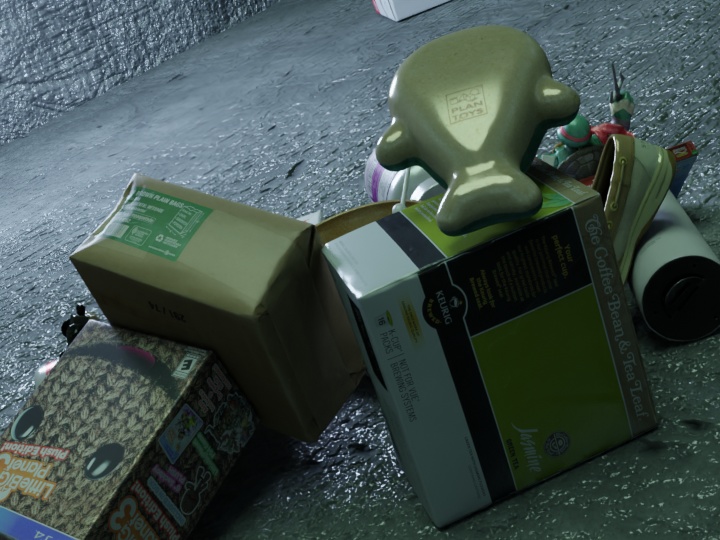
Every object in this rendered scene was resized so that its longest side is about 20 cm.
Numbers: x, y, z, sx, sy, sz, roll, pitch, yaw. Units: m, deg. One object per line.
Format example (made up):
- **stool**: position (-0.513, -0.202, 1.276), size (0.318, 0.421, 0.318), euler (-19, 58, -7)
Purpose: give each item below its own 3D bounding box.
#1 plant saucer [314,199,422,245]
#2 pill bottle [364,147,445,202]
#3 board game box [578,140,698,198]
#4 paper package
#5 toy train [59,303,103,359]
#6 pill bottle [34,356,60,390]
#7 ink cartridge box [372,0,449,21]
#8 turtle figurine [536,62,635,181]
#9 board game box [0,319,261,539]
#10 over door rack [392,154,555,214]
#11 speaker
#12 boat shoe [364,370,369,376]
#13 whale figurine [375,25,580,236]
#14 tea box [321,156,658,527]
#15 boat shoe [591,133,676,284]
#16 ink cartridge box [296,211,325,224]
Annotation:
- **plant saucer**: position (0.000, 0.000, 1.123), size (0.197, 0.036, 0.201), euler (-16, 30, 10)
- **pill bottle**: position (0.077, -0.090, 1.366), size (0.111, 0.114, 0.200), euler (-22, 22, -5)
- **board game box**: position (0.241, -0.067, 1.178), size (0.197, 0.103, 0.020), euler (-20, 64, -11)
- **paper package**: position (-0.115, 0.031, 0.986), size (0.198, 0.192, 0.104), euler (17, 56, 29)
- **toy train**: position (-0.253, 0.132, 1.052), size (0.045, 0.204, 0.034), euler (3, 6, -26)
- **pill bottle**: position (-0.206, 0.112, 1.138), size (0.198, 0.121, 0.120), euler (-23, 22, -7)
- **ink cartridge box**: position (0.110, -0.650, 2.687), size (0.143, 0.084, 0.200), euler (-22, 22, -4)
- **turtle figurine**: position (0.215, -0.117, 1.198), size (0.147, 0.201, 0.102), euler (-8, 53, 1)
- **board game box**: position (-0.208, 0.159, 0.955), size (0.158, 0.097, 0.201), euler (9, 53, 36)
- **over door rack**: position (0.100, -0.047, 1.042), size (0.145, 0.067, 0.202), euler (11, 54, 0)
- **speaker**: position (0.274, -0.014, 1.055), size (0.080, 0.082, 0.201), euler (-17, 22, 7)
- **boat shoe**: position (0.080, 0.040, 1.112), size (0.068, 0.075, 0.198), euler (14, 36, 43)
- **whale figurine**: position (0.091, -0.093, 0.871), size (0.157, 0.104, 0.202), euler (-15, 45, 10)
- **tea box**: position (0.100, 0.050, 0.898), size (0.194, 0.203, 0.134), euler (-21, 21, -6)
- **boat shoe**: position (0.204, -0.024, 1.020), size (0.074, 0.066, 0.202), euler (-146, 80, -80)
- **ink cartridge box**: position (-0.097, 0.024, 1.293), size (0.142, 0.085, 0.201), euler (-19, 21, 7)
